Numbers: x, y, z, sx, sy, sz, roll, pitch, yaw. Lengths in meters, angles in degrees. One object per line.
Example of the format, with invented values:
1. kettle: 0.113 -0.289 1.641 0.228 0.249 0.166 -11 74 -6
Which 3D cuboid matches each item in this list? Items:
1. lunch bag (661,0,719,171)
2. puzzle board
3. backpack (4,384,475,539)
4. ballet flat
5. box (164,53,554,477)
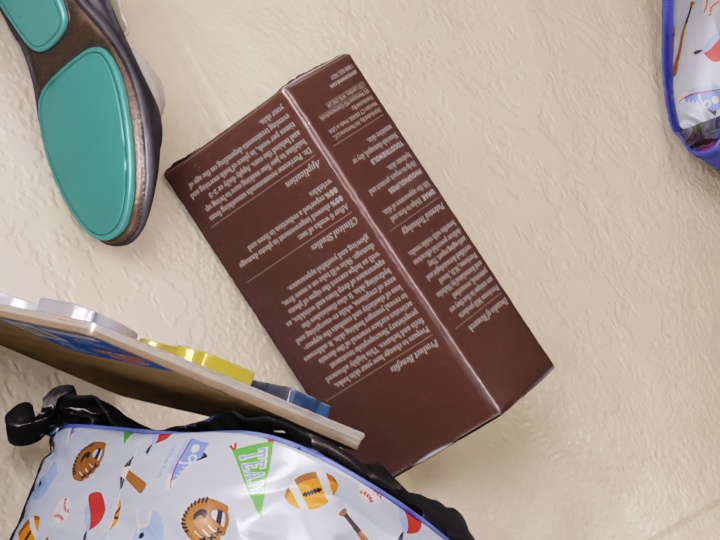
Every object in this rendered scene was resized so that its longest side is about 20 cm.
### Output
1. lunch bag: 0.288 -0.136 1.924 0.170 0.124 0.201 25 61 -35
2. puzzle board: -0.110 0.037 1.294 0.150 0.200 0.017 26 79 -35
3. backpack: -0.049 0.141 1.278 0.200 0.190 0.155 29 62 -31
4. ballet flat: -0.135 -0.107 1.462 0.073 0.073 0.201 -7 68 -50
5. box: 0.000 0.000 1.510 0.200 0.100 0.075 58 37 0
